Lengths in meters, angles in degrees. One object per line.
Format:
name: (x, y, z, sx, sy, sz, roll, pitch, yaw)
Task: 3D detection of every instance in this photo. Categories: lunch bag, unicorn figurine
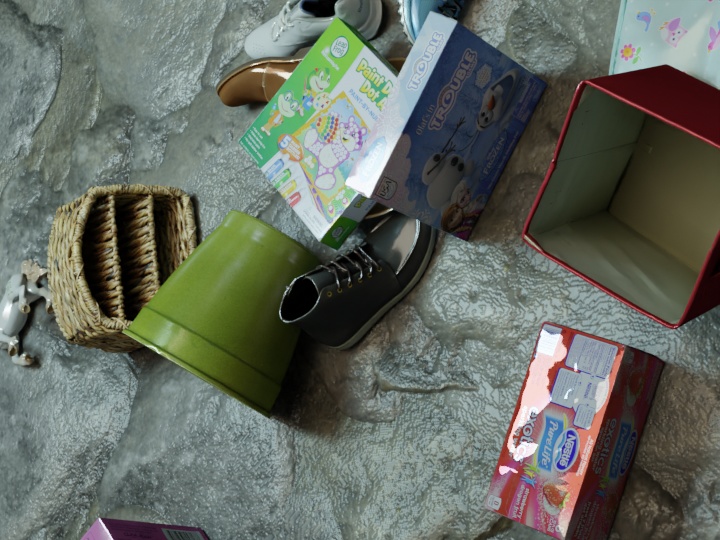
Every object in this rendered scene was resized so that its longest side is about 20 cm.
lunch bag: (0.337, -0.249, 1.417, 0.160, 0.077, 0.201, 9, 83, 39)
unicorn figurine: (-0.499, 0.072, 1.960, 0.200, 0.074, 0.137, -53, 43, -5)

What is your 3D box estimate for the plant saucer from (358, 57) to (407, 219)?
plant saucer: (0.030, -0.151, 1.635, 0.200, 0.035, 0.201, -16, 63, 35)

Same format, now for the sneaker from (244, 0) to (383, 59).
sneaker: (-0.071, -0.311, 1.730, 0.199, 0.087, 0.075, -16, 70, 34)

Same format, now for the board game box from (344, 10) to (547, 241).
board game box: (0.096, -0.148, 1.491, 0.043, 0.199, 0.201, 31, 97, 38)

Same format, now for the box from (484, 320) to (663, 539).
box: (0.213, 0.163, 1.384, 0.099, 0.095, 0.201, 16, 88, 39)

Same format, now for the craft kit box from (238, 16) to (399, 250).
craft kit box: (-0.026, -0.161, 1.624, 0.198, 0.048, 0.200, -49, 54, 11)

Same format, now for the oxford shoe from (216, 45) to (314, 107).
oxford shoe: (-0.100, -0.227, 1.741, 0.199, 0.071, 0.072, -9, 76, 33)

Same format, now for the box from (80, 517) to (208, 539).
box: (-0.281, 0.398, 1.634, 0.200, 0.176, 0.097, -51, 54, 15)

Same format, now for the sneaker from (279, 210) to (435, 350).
sneaker: (0.000, 0.000, 1.577, 0.075, 0.106, 0.200, 43, 100, 36)

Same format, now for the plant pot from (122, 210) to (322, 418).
plant pot: (-0.144, 0.041, 1.638, 0.200, 0.200, 0.193, 25, 81, 38)

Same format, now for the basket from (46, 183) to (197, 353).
basket: (-0.305, -0.010, 1.784, 0.149, 0.143, 0.201, -19, 67, 32)

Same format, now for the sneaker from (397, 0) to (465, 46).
sneaker: (0.106, -0.341, 1.615, 0.090, 0.078, 0.201, 9, 83, 34)

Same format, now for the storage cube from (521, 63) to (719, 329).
storage cube: (0.289, -0.074, 1.297, 0.200, 0.180, 0.171, 32, 118, 26)
